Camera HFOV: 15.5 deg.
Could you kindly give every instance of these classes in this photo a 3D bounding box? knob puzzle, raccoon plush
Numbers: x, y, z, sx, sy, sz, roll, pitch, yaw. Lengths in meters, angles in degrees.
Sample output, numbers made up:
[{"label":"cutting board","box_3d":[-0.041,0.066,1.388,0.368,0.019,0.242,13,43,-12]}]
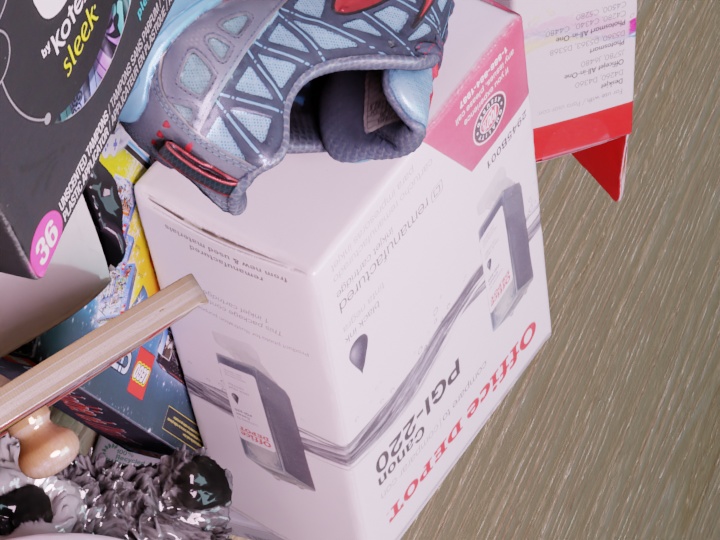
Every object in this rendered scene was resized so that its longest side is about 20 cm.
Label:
[{"label":"knob puzzle","box_3d":[-0.125,0.065,0.810,0.030,0.220,0.220,57,23,0]},{"label":"raccoon plush","box_3d":[-0.136,0.110,1.030,0.200,0.134,0.097,155,-52,-66]}]

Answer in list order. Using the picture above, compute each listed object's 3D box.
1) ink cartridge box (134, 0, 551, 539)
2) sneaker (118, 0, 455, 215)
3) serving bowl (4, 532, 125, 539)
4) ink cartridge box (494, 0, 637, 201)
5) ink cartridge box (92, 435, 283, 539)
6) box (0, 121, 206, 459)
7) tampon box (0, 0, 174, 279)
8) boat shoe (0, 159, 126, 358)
[{"label":"ink cartridge box","box_3d":[0.000,0.000,1.023,0.146,0.085,0.200,-51,153,-28]},{"label":"sneaker","box_3d":[-0.006,-0.078,0.912,0.200,0.096,0.079,-34,168,-38]},{"label":"serving bowl","box_3d":[-0.114,0.195,0.936,0.200,0.066,0.200,-14,122,-24]},{"label":"ink cartridge box","box_3d":[0.073,-0.131,1.231,0.116,0.067,0.200,-127,-153,-47]},{"label":"ink cartridge box","box_3d":[-0.044,0.017,1.175,0.039,0.099,0.200,55,51,-68]},{"label":"box","box_3d":[-0.085,-0.013,0.994,0.200,0.038,0.137,48,56,-69]},{"label":"tampon box","box_3d":[-0.139,-0.121,0.728,0.200,0.126,0.150,76,31,-55]},{"label":"boat shoe","box_3d":[-0.173,0.021,0.818,0.200,0.093,0.075,-28,108,-30]}]
